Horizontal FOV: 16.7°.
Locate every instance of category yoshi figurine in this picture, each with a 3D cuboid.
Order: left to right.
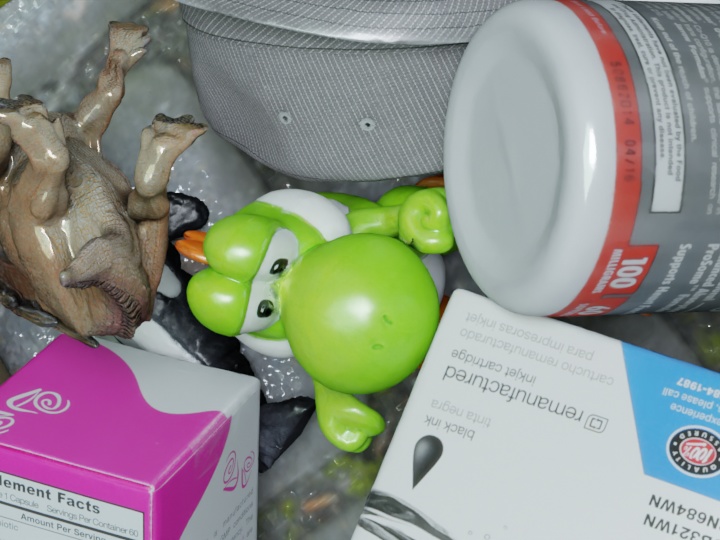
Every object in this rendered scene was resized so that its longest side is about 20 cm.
[{"bbox_3d":[0.009,0.012,0.981,0.111,0.200,0.113,-16,85,27],"label":"yoshi figurine"}]

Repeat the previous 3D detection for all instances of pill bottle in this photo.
[{"bbox_3d":[0.141,-0.042,0.923,0.116,0.199,0.117,179,90,-66],"label":"pill bottle"}]

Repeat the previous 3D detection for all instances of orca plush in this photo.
[{"bbox_3d":[-0.089,-0.006,1.093,0.200,0.105,0.071,40,75,17],"label":"orca plush"}]

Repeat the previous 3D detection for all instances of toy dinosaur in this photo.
[{"bbox_3d":[-0.113,-0.012,0.963,0.085,0.200,0.136,-3,116,-21],"label":"toy dinosaur"}]

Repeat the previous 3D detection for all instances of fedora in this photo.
[{"bbox_3d":[-0.003,-0.091,1.005,0.199,0.177,0.091,6,111,14],"label":"fedora"}]

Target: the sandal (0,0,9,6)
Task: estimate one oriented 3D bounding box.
[{"bbox_3d":[-0.141,-0.192,1.096,0.199,0.079,0.087,-29,79,19],"label":"sandal"}]

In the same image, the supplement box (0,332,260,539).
[{"bbox_3d":[-0.108,0.143,1.061,0.103,0.101,0.201,14,118,20],"label":"supplement box"}]

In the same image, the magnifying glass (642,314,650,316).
[{"bbox_3d":[0.159,-0.072,1.014,0.079,0.022,0.201,33,106,16],"label":"magnifying glass"}]

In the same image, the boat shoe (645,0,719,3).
[{"bbox_3d":[0.167,-0.134,0.961,0.199,0.069,0.071,-33,83,20],"label":"boat shoe"}]

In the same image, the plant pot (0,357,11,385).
[{"bbox_3d":[-0.243,0.053,1.106,0.200,0.200,0.174,-42,95,19],"label":"plant pot"}]

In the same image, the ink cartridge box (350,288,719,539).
[{"bbox_3d":[0.069,0.129,0.906,0.145,0.084,0.201,17,76,20],"label":"ink cartridge box"}]
